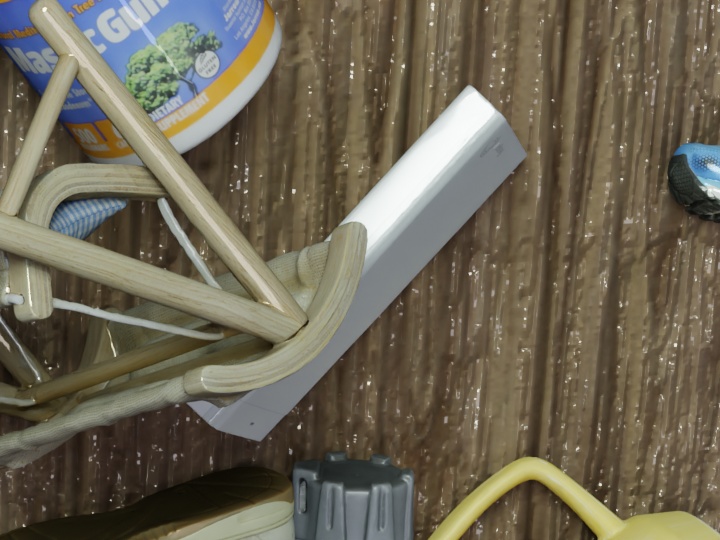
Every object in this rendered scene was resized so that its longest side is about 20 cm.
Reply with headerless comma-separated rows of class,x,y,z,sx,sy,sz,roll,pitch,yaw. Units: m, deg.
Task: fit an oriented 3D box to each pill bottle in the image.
pill bottle,-0.132,-0.151,1.342,0.112,0.112,0.200,-39,118,-3

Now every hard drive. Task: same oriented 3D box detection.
hard drive,0.000,0.000,1.450,0.026,0.132,0.200,43,91,10

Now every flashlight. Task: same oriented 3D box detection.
flashlight,0.001,0.196,1.554,0.068,0.068,0.200,-15,116,-44

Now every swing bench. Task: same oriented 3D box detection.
swing bench,-0.141,0.005,1.331,0.200,0.199,0.130,37,55,-27

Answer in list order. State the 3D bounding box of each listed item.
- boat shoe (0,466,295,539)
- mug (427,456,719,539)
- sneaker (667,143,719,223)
boat shoe,-0.123,0.158,1.486,0.200,0.074,0.066,-15,109,-15
mug,0.137,0.198,1.566,0.153,0.149,0.187,-43,125,-10
sneaker,0.249,-0.071,1.555,0.200,0.078,0.090,-8,93,-22
